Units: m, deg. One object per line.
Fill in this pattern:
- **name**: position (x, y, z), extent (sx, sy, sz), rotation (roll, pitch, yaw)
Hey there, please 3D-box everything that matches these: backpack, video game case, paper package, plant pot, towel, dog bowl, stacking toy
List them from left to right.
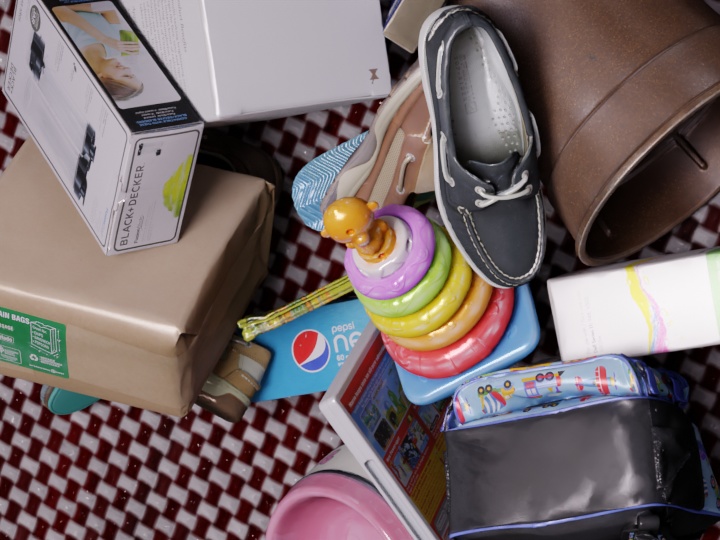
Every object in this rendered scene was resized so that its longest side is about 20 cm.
- **paper package**: position (-0.189, 0.000, 1.627), extent (0.199, 0.191, 0.104), rotation (14, 133, 12)
- **towel**: position (0.000, 0.000, 1.631), extent (0.199, 0.086, 0.018), rotation (-26, 94, 3)
- **dog bowl**: position (0.007, 0.235, 1.664), extent (0.199, 0.074, 0.202), rotation (18, 117, 40)
- **stacking toy**: position (0.030, -0.001, 1.499), extent (0.116, 0.200, 0.110), rotation (-28, 53, 18)
- **video game case**: position (0.051, 0.140, 1.579), extent (0.017, 0.143, 0.201), rotation (-28, 105, 28)
- **backpack**: position (0.171, 0.143, 1.557), extent (0.182, 0.200, 0.136), rotation (-12, 76, 28)
- **plant pot**: position (0.170, -0.142, 1.523), extent (0.200, 0.200, 0.199), rotation (-48, 70, 22)

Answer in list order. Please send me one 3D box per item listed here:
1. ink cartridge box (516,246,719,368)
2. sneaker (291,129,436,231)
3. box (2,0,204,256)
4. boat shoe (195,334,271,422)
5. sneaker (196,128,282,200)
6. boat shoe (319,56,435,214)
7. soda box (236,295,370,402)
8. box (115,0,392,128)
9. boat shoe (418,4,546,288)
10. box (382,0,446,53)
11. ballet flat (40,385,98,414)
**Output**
- **ink cartridge box**: position (0.211, 0.024, 1.556), extent (0.199, 0.117, 0.068), rotation (-10, 90, 25)
- **sneaker**: position (0.047, -0.088, 1.643), extent (0.199, 0.081, 0.077), rotation (-19, 87, 13)
- **box**: position (-0.192, -0.120, 1.582), extent (0.200, 0.060, 0.117), rotation (53, 141, 37)
- **boat shoe**: position (-0.160, 0.044, 1.702), extent (0.199, 0.072, 0.076), rotation (28, 78, 14)
- **sneaker**: position (-0.161, -0.097, 1.736), extent (0.199, 0.075, 0.071), rotation (17, 103, 22)
- **boat shoe**: position (0.042, -0.093, 1.539), extent (0.072, 0.076, 0.200), rotation (36, 136, 1)
- **soda box**: position (0.007, 0.052, 1.684), extent (0.199, 0.064, 0.068), rotation (-11, 92, 25)
- **box**: position (-0.094, -0.165, 1.611), extent (0.200, 0.151, 0.107), rotation (-4, 95, 59)
- **boat shoe**: position (0.084, -0.078, 1.445), extent (0.075, 0.060, 0.201), rotation (-21, 105, -7)
- **box**: position (0.060, -0.229, 1.558), extent (0.032, 0.200, 0.122), rotation (30, 103, -6)
- **ballet flat**: position (-0.196, 0.041, 1.784), extent (0.200, 0.074, 0.074), rotation (-38, 80, 22)
